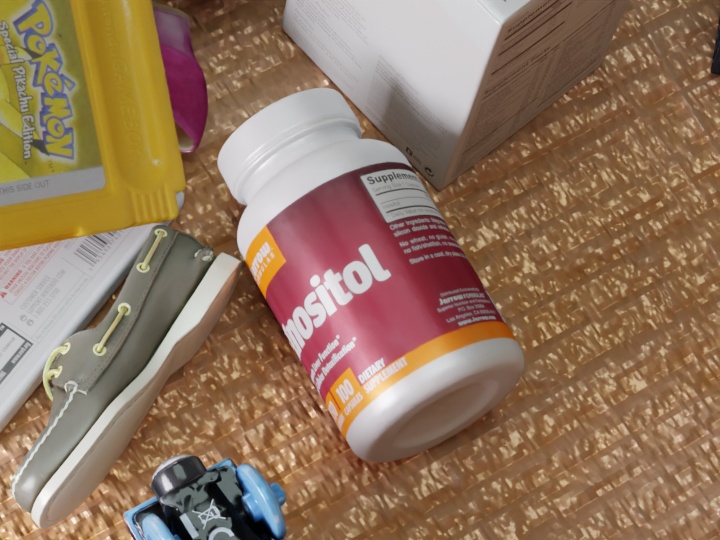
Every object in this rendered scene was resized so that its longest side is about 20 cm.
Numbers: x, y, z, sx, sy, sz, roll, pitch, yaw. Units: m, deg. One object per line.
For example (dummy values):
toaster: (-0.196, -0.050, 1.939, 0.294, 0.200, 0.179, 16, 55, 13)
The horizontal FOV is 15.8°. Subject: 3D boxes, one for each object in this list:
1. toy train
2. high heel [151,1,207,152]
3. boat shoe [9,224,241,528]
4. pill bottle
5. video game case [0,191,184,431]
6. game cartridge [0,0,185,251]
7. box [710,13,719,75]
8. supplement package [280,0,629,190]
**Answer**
toy train: (-0.054, 0.193, 1.386, 0.087, 0.114, 0.200, -28, 72, -17)
high heel: (-0.186, -0.122, 1.536, 0.200, 0.067, 0.096, 11, 50, -28)
boat shoe: (-0.142, 0.057, 1.465, 0.060, 0.072, 0.202, 31, 59, 7)
pill bottle: (0.000, 0.000, 1.491, 0.113, 0.113, 0.200, -24, 69, -19)
video game case: (-0.232, -0.020, 1.516, 0.182, 0.023, 0.200, 33, 65, 8)
game cartridge: (-0.193, -0.101, 1.456, 0.200, 0.032, 0.177, -12, 91, -40)
box: (0.305, -0.218, 1.647, 0.132, 0.115, 0.200, 13, 62, -1)
supplement package: (0.066, -0.184, 1.542, 0.151, 0.200, 0.152, -38, 75, -23)
